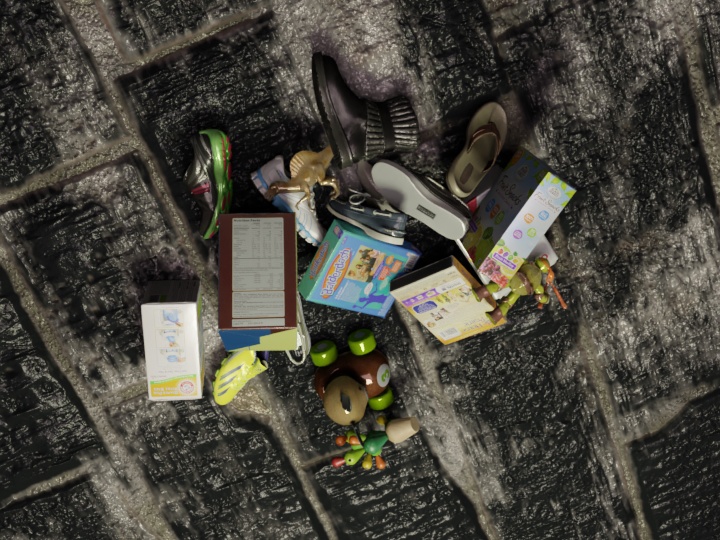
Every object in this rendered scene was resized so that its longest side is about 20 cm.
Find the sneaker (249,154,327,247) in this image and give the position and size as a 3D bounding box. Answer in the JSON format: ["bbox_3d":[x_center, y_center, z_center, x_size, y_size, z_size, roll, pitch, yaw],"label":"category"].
[{"bbox_3d":[-0.106,-0.126,1.553,0.086,0.075,0.200,-41,111,6],"label":"sneaker"}]

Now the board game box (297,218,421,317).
[{"bbox_3d":[0.000,0.000,1.584,0.198,0.045,0.153,15,113,-41],"label":"board game box"}]

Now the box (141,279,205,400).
[{"bbox_3d":[-0.352,0.132,1.615,0.100,0.113,0.203,-1,112,-6],"label":"box"}]

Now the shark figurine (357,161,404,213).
[{"bbox_3d":[0.095,-0.128,1.562,0.211,0.090,0.130,4,114,-5],"label":"shark figurine"}]

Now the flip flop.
[{"bbox_3d":[0.214,-0.216,1.503,0.081,0.057,0.201,41,63,-17],"label":"flip flop"}]

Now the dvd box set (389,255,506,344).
[{"bbox_3d":[0.169,0.061,1.621,0.145,0.030,0.200,-24,132,30],"label":"dvd box set"}]

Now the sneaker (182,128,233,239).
[{"bbox_3d":[-0.277,-0.157,1.531,0.083,0.077,0.203,9,110,10],"label":"sneaker"}]

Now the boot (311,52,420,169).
[{"bbox_3d":[0.008,-0.291,1.484,0.156,0.079,0.214,-19,97,-10],"label":"boot"}]

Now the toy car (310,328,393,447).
[{"bbox_3d":[-0.011,0.241,1.644,0.156,0.200,0.166,-17,114,2],"label":"toy car"}]

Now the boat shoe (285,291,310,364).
[{"bbox_3d":[-0.141,0.087,1.642,0.071,0.062,0.202,-21,112,4],"label":"boat shoe"}]

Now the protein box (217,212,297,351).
[{"bbox_3d":[-0.178,0.024,1.497,0.133,0.199,0.203,-1,75,-5],"label":"protein box"}]

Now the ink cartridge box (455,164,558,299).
[{"bbox_3d":[0.256,-0.070,1.600,0.145,0.083,0.201,-33,112,8],"label":"ink cartridge box"}]

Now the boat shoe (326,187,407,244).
[{"bbox_3d":[0.011,-0.104,1.517,0.074,0.199,0.063,9,104,-37],"label":"boat shoe"}]

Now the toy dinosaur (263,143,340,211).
[{"bbox_3d":[-0.075,-0.173,1.500,0.200,0.058,0.101,-42,108,-12],"label":"toy dinosaur"}]

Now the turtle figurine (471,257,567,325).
[{"bbox_3d":[0.293,0.030,1.552,0.161,0.064,0.201,-36,114,-2],"label":"turtle figurine"}]

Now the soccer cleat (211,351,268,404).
[{"bbox_3d":[-0.227,0.189,1.666,0.083,0.065,0.202,32,107,14],"label":"soccer cleat"}]

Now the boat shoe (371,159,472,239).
[{"bbox_3d":[0.109,-0.133,1.497,0.199,0.064,0.071,37,136,-3],"label":"boat shoe"}]

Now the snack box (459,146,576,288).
[{"bbox_3d":[0.261,-0.095,1.454,0.067,0.169,0.201,31,105,-17],"label":"snack box"}]

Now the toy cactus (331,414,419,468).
[{"bbox_3d":[0.045,0.338,1.689,0.164,0.199,0.103,-27,77,32],"label":"toy cactus"}]
